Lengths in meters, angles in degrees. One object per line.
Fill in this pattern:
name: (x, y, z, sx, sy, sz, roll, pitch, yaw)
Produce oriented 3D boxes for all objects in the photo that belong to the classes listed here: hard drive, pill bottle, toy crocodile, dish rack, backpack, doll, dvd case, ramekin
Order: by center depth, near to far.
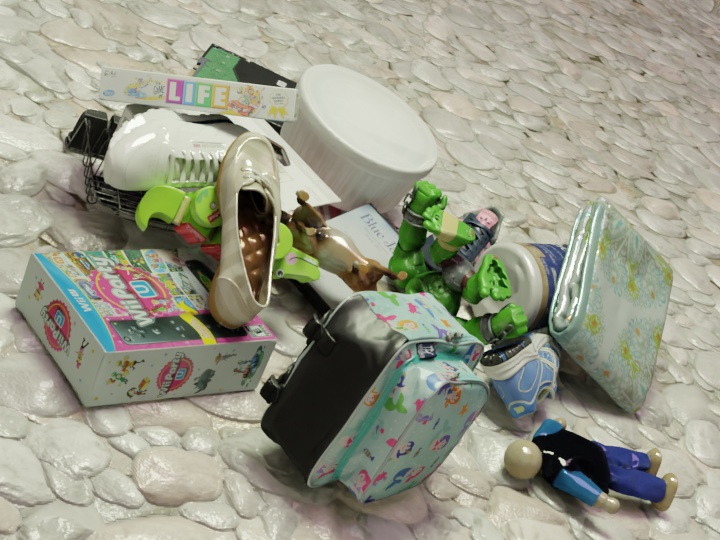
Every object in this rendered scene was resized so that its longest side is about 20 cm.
backpack: (0.027, 0.110, 1.254, 0.150, 0.178, 0.199, 40, 20, 18)
toy crocodile: (-0.129, -0.032, 1.354, 0.199, 0.062, 0.067, 29, -15, -25)
doll: (0.236, 0.205, 1.415, 0.198, 0.049, 0.137, 14, 29, -26)
dish rack: (-0.241, -0.100, 1.505, 0.152, 0.055, 0.201, 13, 33, -25)
dvd case: (0.000, 0.000, 1.546, 0.143, 0.018, 0.199, 47, 36, 13)
pill bottle: (0.236, 0.024, 1.656, 0.198, 0.112, 0.111, 1, 37, -41)
ramekin: (-0.009, -0.155, 1.690, 0.201, 0.095, 0.203, 26, 31, -17)
hard drive: (-0.132, -0.222, 1.815, 0.198, 0.038, 0.140, 25, 32, -3)

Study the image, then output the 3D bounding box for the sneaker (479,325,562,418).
sneaker: (0.185, 0.111, 1.526, 0.200, 0.075, 0.078, -19, 88, -65)

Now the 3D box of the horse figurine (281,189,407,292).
horse figurine: (-0.030, -0.021, 1.418, 0.199, 0.050, 0.133, 37, -11, -4)

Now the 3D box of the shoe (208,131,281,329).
shoe: (-0.100, -0.044, 1.292, 0.069, 0.053, 0.203, 19, 62, -31)

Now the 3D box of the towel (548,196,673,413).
towel: (0.298, 0.038, 1.599, 0.171, 0.048, 0.202, 41, 55, -31)

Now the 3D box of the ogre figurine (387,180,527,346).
ogre figurine: (0.096, 0.014, 1.496, 0.200, 0.120, 0.098, 42, 40, 8)

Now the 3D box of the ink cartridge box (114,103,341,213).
ink cartridge box: (-0.145, -0.113, 1.507, 0.175, 0.045, 0.200, -11, 49, -47)

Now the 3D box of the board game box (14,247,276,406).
board game box: (-0.198, 0.048, 1.277, 0.198, 0.065, 0.148, -3, 39, -45)

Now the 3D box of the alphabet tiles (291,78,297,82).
alphabet tiles: (-0.056, -0.199, 1.890, 0.199, 0.008, 0.167, 34, 28, 14)

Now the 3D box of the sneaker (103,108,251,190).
sneaker: (-0.169, -0.113, 1.365, 0.080, 0.077, 0.199, 33, 31, 28)

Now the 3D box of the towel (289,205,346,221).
towel: (-0.035, -0.046, 1.622, 0.198, 0.030, 0.147, 13, 32, -27)

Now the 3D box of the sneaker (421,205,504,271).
sneaker: (0.127, -0.040, 1.663, 0.070, 0.082, 0.200, 43, 18, 1)

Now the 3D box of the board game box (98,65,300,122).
board game box: (-0.164, -0.184, 1.432, 0.197, 0.035, 0.134, 7, 7, -2)
